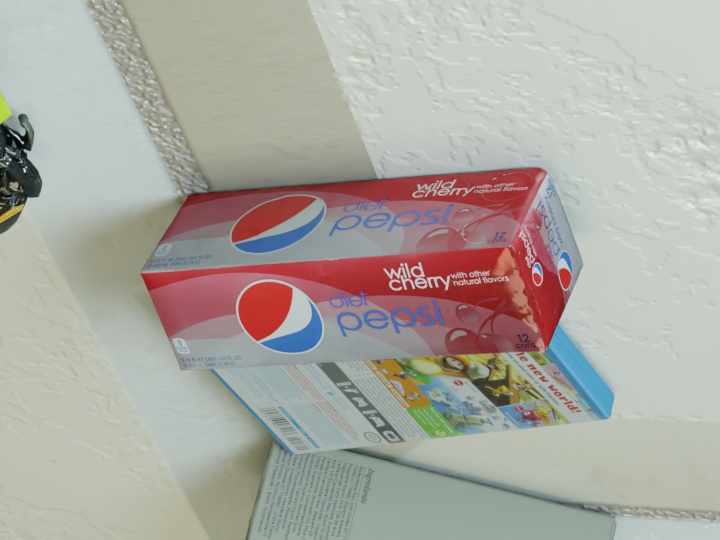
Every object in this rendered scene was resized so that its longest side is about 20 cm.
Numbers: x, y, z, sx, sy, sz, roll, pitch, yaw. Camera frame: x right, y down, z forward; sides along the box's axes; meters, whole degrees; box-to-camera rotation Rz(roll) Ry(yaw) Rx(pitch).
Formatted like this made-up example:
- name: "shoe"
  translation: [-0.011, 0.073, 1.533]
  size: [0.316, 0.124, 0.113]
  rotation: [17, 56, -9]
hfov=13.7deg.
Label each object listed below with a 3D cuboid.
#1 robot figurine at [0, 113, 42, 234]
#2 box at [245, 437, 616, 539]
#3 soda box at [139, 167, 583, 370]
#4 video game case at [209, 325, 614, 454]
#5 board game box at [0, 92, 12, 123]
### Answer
- name: "robot figurine"
  translation: [-0.231, -0.069, 1.445]
  size: [0.145, 0.058, 0.200]
  rotation: [8, 146, 6]
- name: "box"
  translation: [0.036, 0.160, 1.674]
  size: [0.200, 0.082, 0.068]
  rotation: [15, 147, 1]
- name: "soda box"
  translation: [0.000, 0.000, 1.441]
  size: [0.200, 0.070, 0.064]
  rotation: [-5, 124, 26]
- name: "video game case"
  translation: [0.013, 0.044, 1.563]
  size: [0.200, 0.018, 0.143]
  rotation: [-8, 141, 31]
- name: "board game box"
  translation: [-0.228, -0.143, 1.252]
  size: [0.102, 0.048, 0.200]
  rotation: [26, 148, 54]
